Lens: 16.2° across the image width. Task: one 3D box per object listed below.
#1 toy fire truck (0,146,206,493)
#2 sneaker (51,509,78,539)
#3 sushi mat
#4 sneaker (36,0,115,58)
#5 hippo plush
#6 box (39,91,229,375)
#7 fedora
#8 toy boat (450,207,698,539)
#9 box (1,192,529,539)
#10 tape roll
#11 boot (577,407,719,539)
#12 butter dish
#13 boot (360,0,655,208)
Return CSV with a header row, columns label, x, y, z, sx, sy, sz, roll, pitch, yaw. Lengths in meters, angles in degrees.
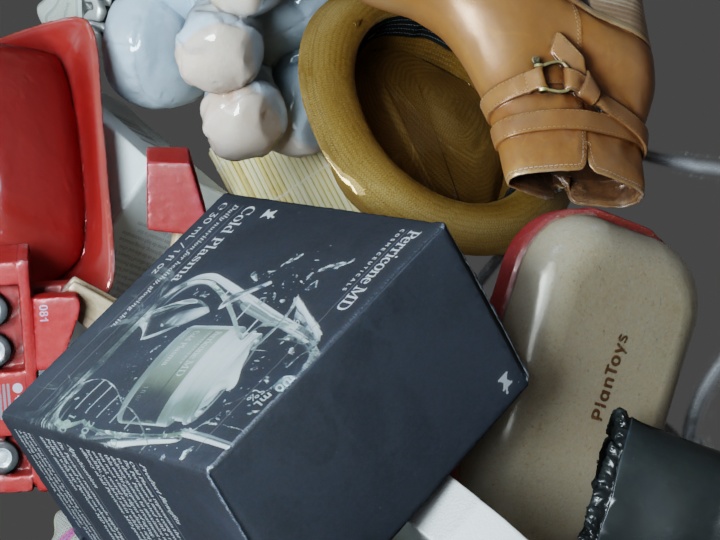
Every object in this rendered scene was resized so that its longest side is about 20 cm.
label,x,y,z,sx,sy,sz,roll,pitch,yaw
toy fire truck,-0.158,0.032,1.505,0.140,0.049,0.201,-4,104,-5
sneaker,-0.213,0.234,1.640,0.200,0.081,0.088,-45,62,4
sushi mat,-0.023,-0.020,1.624,0.095,0.012,0.201,-34,67,17
sneaker,-0.166,-0.245,1.710,0.081,0.075,0.201,14,87,37
hippo plush,-0.097,-0.174,1.601,0.160,0.159,0.201,14,81,31
box,-0.200,-0.010,1.659,0.124,0.097,0.200,41,99,32
fedora,0.037,-0.080,1.545,0.201,0.200,0.082,62,144,22
toy boat,0.106,0.060,1.499,0.131,0.130,0.201,15,86,58
box,-0.052,0.071,1.389,0.196,0.124,0.200,10,48,48
tape roll,0.080,0.180,1.429,0.203,0.203,0.037,38,78,27
boot,0.214,0.115,1.419,0.161,0.073,0.200,14,93,6
butter dish,-0.268,-0.061,1.567,0.199,0.148,0.201,-17,68,27
boot,0.083,-0.119,1.496,0.199,0.074,0.156,6,65,-11
